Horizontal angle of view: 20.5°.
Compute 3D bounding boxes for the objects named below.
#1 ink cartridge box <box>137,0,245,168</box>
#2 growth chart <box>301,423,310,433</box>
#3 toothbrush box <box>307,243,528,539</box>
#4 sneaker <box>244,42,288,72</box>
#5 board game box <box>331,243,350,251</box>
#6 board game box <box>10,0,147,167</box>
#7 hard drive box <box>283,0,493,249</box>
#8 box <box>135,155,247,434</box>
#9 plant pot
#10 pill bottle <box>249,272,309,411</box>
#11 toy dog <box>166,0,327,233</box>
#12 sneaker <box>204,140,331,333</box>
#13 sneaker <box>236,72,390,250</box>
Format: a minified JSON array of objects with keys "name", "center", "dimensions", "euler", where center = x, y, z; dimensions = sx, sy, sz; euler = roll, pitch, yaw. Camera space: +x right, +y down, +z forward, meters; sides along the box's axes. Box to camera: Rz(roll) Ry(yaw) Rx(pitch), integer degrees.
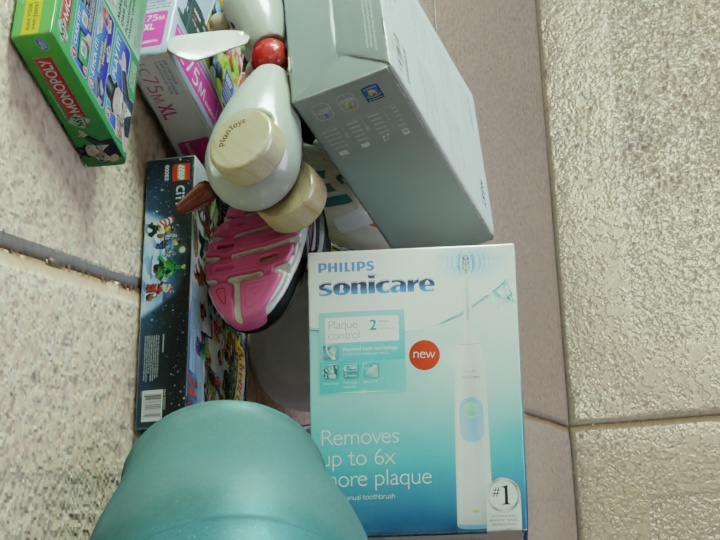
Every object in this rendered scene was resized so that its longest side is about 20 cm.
[{"name":"ink cartridge box","center":[-0.122,-0.187,1.467],"dimensions":[0.120,0.042,0.201],"euler":[64,22,-46]},{"name":"growth chart","center":[-0.015,0.214,1.595],"dimensions":[0.018,0.144,0.201],"euler":[-17,-108,60]},{"name":"toothbrush box","center":[0.040,0.090,1.365],"dimensions":[0.085,0.145,0.201],"euler":[76,13,-71]},{"name":"sneaker","center":[-0.051,-0.185,1.692],"dimensions":[0.200,0.082,0.071],"euler":[55,33,-67]},{"name":"board game box","center":[0.000,0.000,1.574],"dimensions":[0.200,0.104,0.024],"euler":[31,-72,60]},{"name":"board game box","center":[-0.174,-0.187,1.280],"dimensions":[0.135,0.029,0.201],"euler":[65,24,-53]},{"name":"hard drive box","center":[0.021,-0.125,1.448],"dimensions":[0.200,0.076,0.156],"euler":[54,22,-45]},{"name":"box","center":[-0.116,0.038,1.413],"dimensions":[0.137,0.037,0.201],"euler":[57,30,-63]},{"name":"plant pot","center":[-0.082,0.186,1.208],"dimensions":[0.188,0.199,0.201],"euler":[-100,176,-56]},{"name":"pill bottle","center":[0.010,0.063,1.646],"dimensions":[0.200,0.111,0.112],"euler":[7,77,-53]},{"name":"toy dog","center":[-0.088,-0.106,1.377],"dimensions":[0.200,0.096,0.132],"euler":[-87,154,-55]},{"name":"sneaker","center":[-0.060,-0.015,1.428],"dimensions":[0.200,0.073,0.088],"euler":[-87,158,-50]},{"name":"sneaker","center":[-0.022,-0.084,1.530],"dimensions":[0.200,0.093,0.071],"euler":[41,67,-21]}]
